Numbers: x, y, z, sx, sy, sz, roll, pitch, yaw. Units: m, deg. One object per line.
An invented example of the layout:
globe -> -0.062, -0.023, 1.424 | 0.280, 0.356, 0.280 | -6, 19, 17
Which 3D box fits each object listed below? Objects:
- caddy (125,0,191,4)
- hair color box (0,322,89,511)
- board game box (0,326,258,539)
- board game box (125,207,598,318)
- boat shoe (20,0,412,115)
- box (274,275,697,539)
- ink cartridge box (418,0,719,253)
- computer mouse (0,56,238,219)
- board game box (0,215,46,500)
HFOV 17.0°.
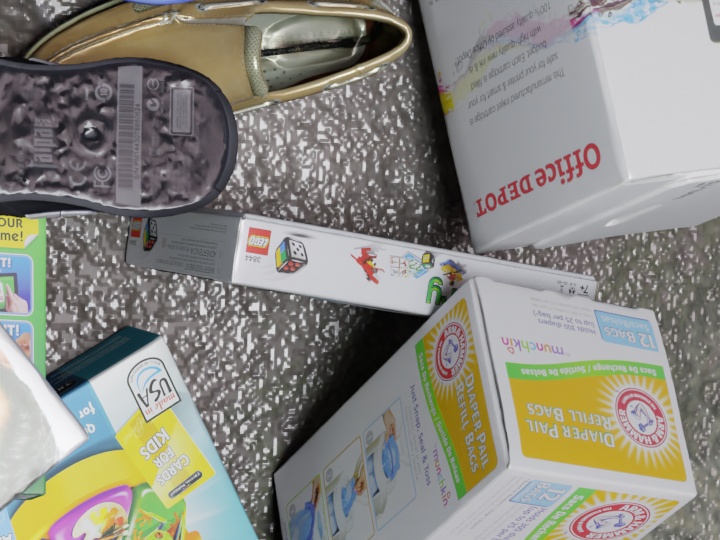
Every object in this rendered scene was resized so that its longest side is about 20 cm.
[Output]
caddy -> -0.092, -0.222, 1.123 | 0.141, 0.105, 0.201 | 23, 84, -29
hair color box -> -0.217, 0.023, 1.027 | 0.099, 0.061, 0.200 | -40, 101, -13
board game box -> -0.124, 0.152, 1.176 | 0.150, 0.047, 0.201 | -32, 108, -22
board game box -> 0.000, 0.000, 1.184 | 0.199, 0.126, 0.035 | 10, 90, -28
boat shoe -> -0.068, -0.104, 1.164 | 0.199, 0.076, 0.072 | -18, 106, -24
box -> 0.056, 0.102, 1.171 | 0.112, 0.200, 0.102 | 10, 54, -29
ink cartridge box -> 0.128, -0.126, 1.198 | 0.145, 0.147, 0.202 | -7, 81, -30
computer mouse -> -0.158, -0.089, 1.102 | 0.198, 0.046, 0.142 | -4, 86, -15
board game box -> -0.238, 0.032, 1.077 | 0.199, 0.029, 0.136 | 4, 79, -26
